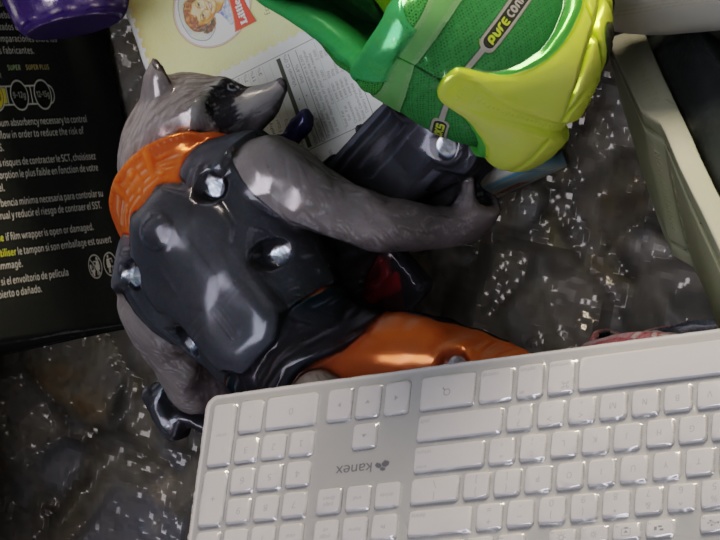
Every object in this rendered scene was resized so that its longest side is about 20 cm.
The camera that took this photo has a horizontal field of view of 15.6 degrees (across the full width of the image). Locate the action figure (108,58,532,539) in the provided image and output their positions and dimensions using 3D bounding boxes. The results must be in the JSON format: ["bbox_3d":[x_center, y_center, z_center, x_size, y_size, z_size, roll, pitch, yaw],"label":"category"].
[{"bbox_3d":[0.000,0.000,0.750,0.194,0.104,0.200,47,111,29],"label":"action figure"}]

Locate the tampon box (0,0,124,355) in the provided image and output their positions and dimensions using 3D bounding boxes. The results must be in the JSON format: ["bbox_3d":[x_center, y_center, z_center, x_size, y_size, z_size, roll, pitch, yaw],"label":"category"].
[{"bbox_3d":[-0.177,-0.062,0.875,0.149,0.126,0.201,-13,88,29],"label":"tampon box"}]

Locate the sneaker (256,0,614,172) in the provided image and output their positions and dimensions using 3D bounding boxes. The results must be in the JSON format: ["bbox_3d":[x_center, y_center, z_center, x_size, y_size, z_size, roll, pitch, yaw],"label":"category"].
[{"bbox_3d":[0.005,-0.108,0.721,0.074,0.083,0.200,-58,34,24],"label":"sneaker"}]

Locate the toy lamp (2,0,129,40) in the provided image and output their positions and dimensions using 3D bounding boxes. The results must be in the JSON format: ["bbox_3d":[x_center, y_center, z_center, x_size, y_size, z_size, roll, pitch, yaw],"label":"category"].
[{"bbox_3d":[-0.109,-0.174,0.828,0.058,0.058,0.201,-13,86,29],"label":"toy lamp"}]

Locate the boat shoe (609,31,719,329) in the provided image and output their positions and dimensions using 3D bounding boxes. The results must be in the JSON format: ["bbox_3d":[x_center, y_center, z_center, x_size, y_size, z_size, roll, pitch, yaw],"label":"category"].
[{"bbox_3d":[0.123,-0.006,0.708,0.066,0.200,0.075,-18,125,1],"label":"boat shoe"}]

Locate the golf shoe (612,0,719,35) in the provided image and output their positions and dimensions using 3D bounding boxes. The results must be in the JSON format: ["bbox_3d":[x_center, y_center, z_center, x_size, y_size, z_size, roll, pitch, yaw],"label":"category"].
[{"bbox_3d":[0.141,-0.106,0.689,0.199,0.092,0.073,-17,107,16],"label":"golf shoe"}]

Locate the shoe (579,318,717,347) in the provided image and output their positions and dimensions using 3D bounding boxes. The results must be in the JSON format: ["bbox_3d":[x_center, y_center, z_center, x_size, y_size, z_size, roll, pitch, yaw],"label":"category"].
[{"bbox_3d":[0.064,0.065,0.789,0.199,0.071,0.092,-8,89,24],"label":"shoe"}]

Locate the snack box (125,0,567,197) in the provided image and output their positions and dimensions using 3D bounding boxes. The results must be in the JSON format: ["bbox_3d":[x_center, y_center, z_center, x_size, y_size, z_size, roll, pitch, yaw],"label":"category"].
[{"bbox_3d":[-0.023,-0.104,0.837,0.116,0.037,0.201,-23,83,28],"label":"snack box"}]

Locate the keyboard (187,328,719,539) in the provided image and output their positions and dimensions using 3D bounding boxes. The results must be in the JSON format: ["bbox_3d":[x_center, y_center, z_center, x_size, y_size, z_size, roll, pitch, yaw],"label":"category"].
[{"bbox_3d":[0.043,0.047,0.654,0.199,0.011,0.057,-9,66,28],"label":"keyboard"}]
